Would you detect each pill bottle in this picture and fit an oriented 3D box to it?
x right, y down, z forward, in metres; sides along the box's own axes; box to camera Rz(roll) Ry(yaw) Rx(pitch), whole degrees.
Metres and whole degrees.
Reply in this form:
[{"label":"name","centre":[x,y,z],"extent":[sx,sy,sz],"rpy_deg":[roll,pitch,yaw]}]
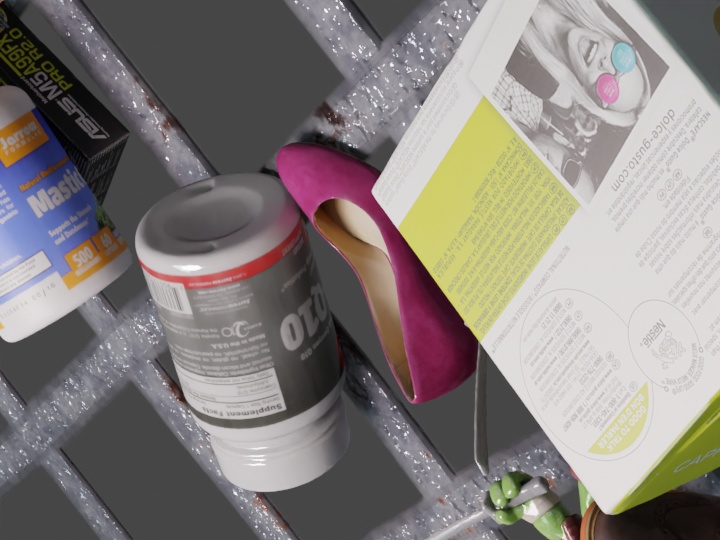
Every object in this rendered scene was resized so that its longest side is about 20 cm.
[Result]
[{"label":"pill bottle","centre":[-0.074,0.044,1.647],"extent":[0.114,0.114,0.200],"rpy_deg":[18,135,42]},{"label":"pill bottle","centre":[-0.258,-0.060,1.697],"extent":[0.200,0.112,0.112],"rpy_deg":[57,147,-9]}]

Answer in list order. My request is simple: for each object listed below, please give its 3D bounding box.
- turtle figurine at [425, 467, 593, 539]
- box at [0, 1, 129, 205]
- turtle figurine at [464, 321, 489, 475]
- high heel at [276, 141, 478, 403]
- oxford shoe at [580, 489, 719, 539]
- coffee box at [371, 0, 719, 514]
[{"label":"turtle figurine","centre":[0.119,0.171,1.465],"extent":[0.200,0.144,0.194],"rpy_deg":[12,122,7]},{"label":"box","centre":[-0.260,-0.096,1.808],"extent":[0.160,0.044,0.200],"rpy_deg":[46,147,10]},{"label":"turtle figurine","centre":[0.117,-0.028,1.294],"extent":[0.144,0.200,0.194],"rpy_deg":[-38,81,43]},{"label":"high heel","centre":[0.000,0.000,1.526],"extent":[0.200,0.096,0.067],"rpy_deg":[43,147,14]},{"label":"oxford shoe","centre":[0.221,0.159,1.354],"extent":[0.200,0.071,0.073],"rpy_deg":[12,161,-19]},{"label":"coffee box","centre":[0.164,-0.045,1.069],"extent":[0.198,0.200,0.200],"rpy_deg":[54,138,20]}]
